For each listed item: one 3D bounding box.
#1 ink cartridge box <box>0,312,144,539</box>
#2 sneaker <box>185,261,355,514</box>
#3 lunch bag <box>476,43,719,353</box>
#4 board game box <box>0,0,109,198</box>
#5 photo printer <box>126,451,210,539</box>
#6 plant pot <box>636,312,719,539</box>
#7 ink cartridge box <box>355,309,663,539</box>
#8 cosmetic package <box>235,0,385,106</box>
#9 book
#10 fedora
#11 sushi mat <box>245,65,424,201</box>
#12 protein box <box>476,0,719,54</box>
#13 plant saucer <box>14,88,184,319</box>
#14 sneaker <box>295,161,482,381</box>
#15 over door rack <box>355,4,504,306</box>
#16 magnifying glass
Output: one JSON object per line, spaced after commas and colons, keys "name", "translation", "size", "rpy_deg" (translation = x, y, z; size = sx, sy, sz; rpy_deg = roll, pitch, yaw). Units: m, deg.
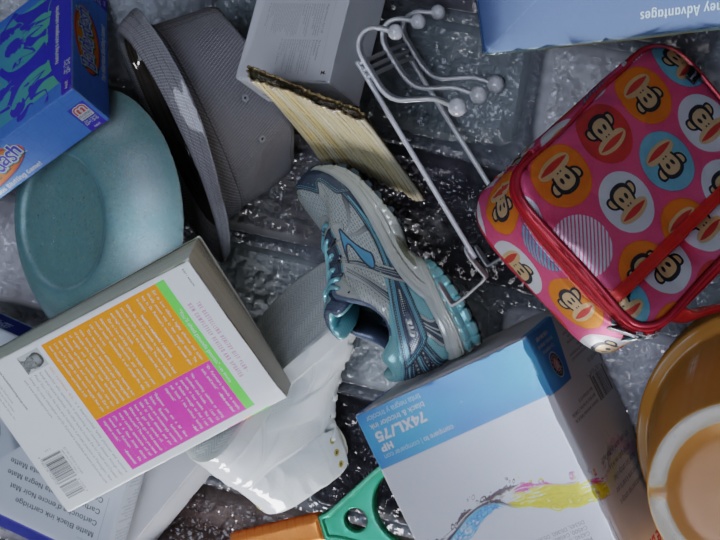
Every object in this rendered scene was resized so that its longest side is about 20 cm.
{"name": "ink cartridge box", "translation": [-0.265, 0.147, 1.774], "size": [0.199, 0.041, 0.201], "rpy_deg": [21, 107, 16]}
{"name": "sneaker", "translation": [-0.037, 0.091, 1.747], "size": [0.200, 0.116, 0.074], "rpy_deg": [-51, 40, -7]}
{"name": "lunch bag", "translation": [0.196, -0.040, 1.569], "size": [0.176, 0.200, 0.082], "rpy_deg": [48, 150, -1]}
{"name": "board game box", "translation": [-0.280, -0.122, 1.747], "size": [0.200, 0.153, 0.045], "rpy_deg": [-34, 128, 22]}
{"name": "photo printer", "translation": [-0.203, 0.134, 1.808], "size": [0.166, 0.069, 0.200], "rpy_deg": [43, 111, 7]}
{"name": "plant pot", "translation": [0.279, 0.131, 1.576], "size": [0.199, 0.183, 0.202], "rpy_deg": [4, 102, 18]}
{"name": "ink cartridge box", "translation": [0.120, 0.151, 1.656], "size": [0.145, 0.147, 0.201], "rpy_deg": [-26, 91, 21]}
{"name": "cosmetic package", "translation": [-0.021, -0.220, 1.633], "size": [0.082, 0.051, 0.201], "rpy_deg": [5, 74, 34]}
{"name": "book", "translation": [-0.169, 0.081, 1.676], "size": [0.199, 0.048, 0.134], "rpy_deg": [-27, 107, 17]}
{"name": "fedora", "translation": [-0.106, -0.116, 1.699], "size": [0.090, 0.177, 0.201], "rpy_deg": [-25, 113, -10]}
{"name": "sushi mat", "translation": [-0.015, -0.096, 1.634], "size": [0.095, 0.200, 0.012], "rpy_deg": [22, 82, 18]}
{"name": "protein box", "translation": [0.181, -0.262, 1.560], "size": [0.197, 0.135, 0.201], "rpy_deg": [-5, 99, 20]}
{"name": "plant saucer", "translation": [-0.211, -0.037, 1.720], "size": [0.200, 0.039, 0.202], "rpy_deg": [4, 96, 45]}
{"name": "sneaker", "translation": [0.000, 0.000, 1.667], "size": [0.086, 0.078, 0.200], "rpy_deg": [-33, 56, -12]}
{"name": "over door rack", "translation": [0.070, -0.091, 1.625], "size": [0.066, 0.148, 0.201], "rpy_deg": [-19, 95, 18]}
{"name": "magnifying glass", "translation": [-0.010, 0.196, 1.778], "size": [0.199, 0.022, 0.080], "rpy_deg": [-15, 95, 22]}
